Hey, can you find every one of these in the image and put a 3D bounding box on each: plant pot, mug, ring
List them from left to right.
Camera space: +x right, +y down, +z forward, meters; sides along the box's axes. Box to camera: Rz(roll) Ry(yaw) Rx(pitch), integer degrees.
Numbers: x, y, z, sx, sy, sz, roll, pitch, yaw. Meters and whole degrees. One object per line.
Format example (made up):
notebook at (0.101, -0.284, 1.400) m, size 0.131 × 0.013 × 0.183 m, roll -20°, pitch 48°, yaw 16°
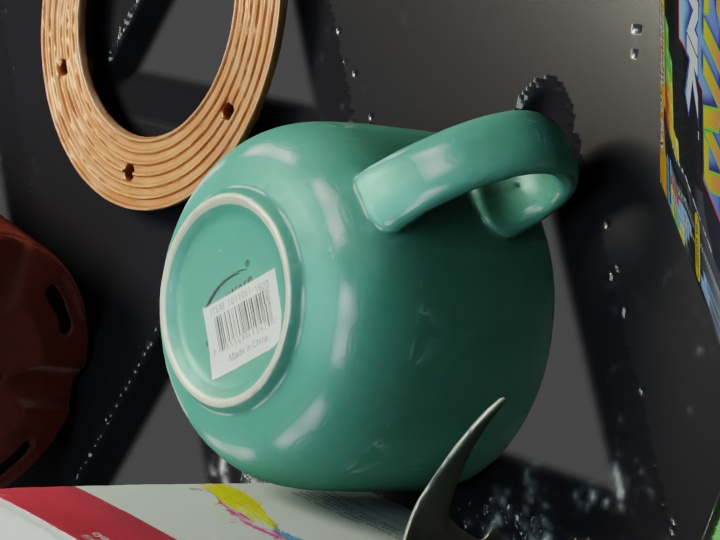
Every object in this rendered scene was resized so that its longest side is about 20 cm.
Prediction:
plant pot at (-0.254, 0.019, 1.300) m, size 0.195 × 0.201 × 0.201 m, roll 26°, pitch 107°, yaw 39°
ring at (-0.094, -0.129, 1.241) m, size 0.200 × 0.019 × 0.201 m, roll -4°, pitch 85°, yaw 50°
mug at (-0.007, 0.000, 1.053) m, size 0.152 × 0.114 × 0.185 m, roll 34°, pitch 113°, yaw 46°

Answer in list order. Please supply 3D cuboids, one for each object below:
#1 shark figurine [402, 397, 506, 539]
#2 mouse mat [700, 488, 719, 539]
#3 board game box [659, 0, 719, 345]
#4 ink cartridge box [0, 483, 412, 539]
shark figurine at (0.086, 0.132, 0.947) m, size 0.089 × 0.215 × 0.128 m, roll -40°, pitch 14°, yaw -4°
mouse mat at (0.187, 0.134, 0.804) m, size 0.200 × 0.008 × 0.161 m, roll 13°, pitch 70°, yaw 33°
board game box at (0.135, -0.072, 0.818) m, size 0.165 × 0.057 × 0.200 m, roll -97°, pitch 2°, yaw -57°
ink cartridge box at (-0.043, 0.173, 1.018) m, size 0.145 × 0.200 × 0.146 m, roll 21°, pitch 103°, yaw 46°
